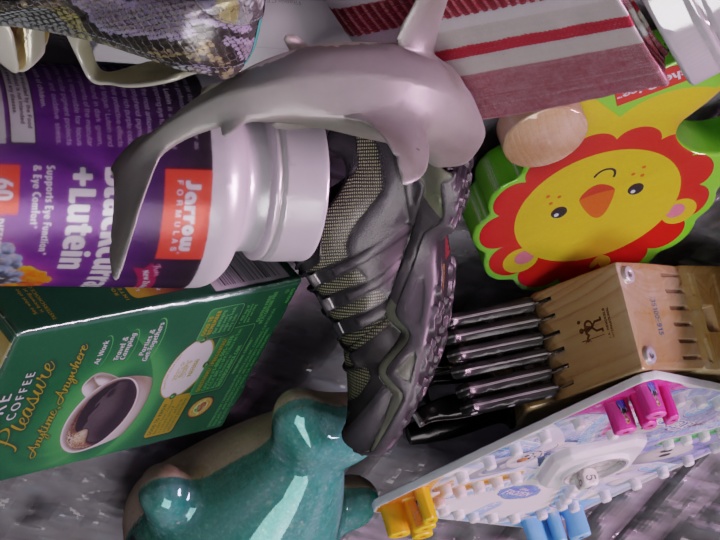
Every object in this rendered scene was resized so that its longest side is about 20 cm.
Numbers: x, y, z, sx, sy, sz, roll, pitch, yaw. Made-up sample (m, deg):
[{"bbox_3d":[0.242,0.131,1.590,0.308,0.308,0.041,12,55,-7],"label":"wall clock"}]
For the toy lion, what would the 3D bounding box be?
[{"bbox_3d":[0.148,-0.067,1.448,0.199,0.069,0.192,-20,143,1],"label":"toy lion"}]

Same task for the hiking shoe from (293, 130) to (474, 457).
[{"bbox_3d":[0.000,0.000,1.429,0.100,0.076,0.201,13,108,9],"label":"hiking shoe"}]

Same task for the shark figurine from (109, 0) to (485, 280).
[{"bbox_3d":[-0.015,-0.064,1.236,0.213,0.090,0.129,-10,144,-27],"label":"shark figurine"}]

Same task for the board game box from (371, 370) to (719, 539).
[{"bbox_3d":[0.139,0.118,1.568,0.199,0.026,0.199,-28,158,28],"label":"board game box"}]

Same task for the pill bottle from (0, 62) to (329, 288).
[{"bbox_3d":[-0.121,-0.047,1.331,0.199,0.112,0.112,0,133,-19],"label":"pill bottle"}]

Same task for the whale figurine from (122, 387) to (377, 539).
[{"bbox_3d":[-0.053,0.143,1.527,0.158,0.104,0.200,8,143,-34],"label":"whale figurine"}]

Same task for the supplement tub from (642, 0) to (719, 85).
[{"bbox_3d":[0.219,-0.192,1.292,0.199,0.132,0.132,-28,136,9],"label":"supplement tub"}]

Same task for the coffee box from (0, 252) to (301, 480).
[{"bbox_3d":[-0.135,0.047,1.416,0.199,0.044,0.123,-12,143,-43],"label":"coffee box"}]

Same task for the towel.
[{"bbox_3d":[0.047,-0.143,1.256,0.143,0.023,0.200,-9,141,25],"label":"towel"}]

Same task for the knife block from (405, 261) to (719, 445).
[{"bbox_3d":[0.113,0.052,1.537,0.175,0.064,0.199,-22,166,37],"label":"knife block"}]

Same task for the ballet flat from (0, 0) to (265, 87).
[{"bbox_3d":[-0.140,-0.120,1.229,0.199,0.072,0.072,10,138,15],"label":"ballet flat"}]

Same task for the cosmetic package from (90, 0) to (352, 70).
[{"bbox_3d":[-0.025,-0.167,1.290,0.199,0.052,0.151,3,130,-21],"label":"cosmetic package"}]
